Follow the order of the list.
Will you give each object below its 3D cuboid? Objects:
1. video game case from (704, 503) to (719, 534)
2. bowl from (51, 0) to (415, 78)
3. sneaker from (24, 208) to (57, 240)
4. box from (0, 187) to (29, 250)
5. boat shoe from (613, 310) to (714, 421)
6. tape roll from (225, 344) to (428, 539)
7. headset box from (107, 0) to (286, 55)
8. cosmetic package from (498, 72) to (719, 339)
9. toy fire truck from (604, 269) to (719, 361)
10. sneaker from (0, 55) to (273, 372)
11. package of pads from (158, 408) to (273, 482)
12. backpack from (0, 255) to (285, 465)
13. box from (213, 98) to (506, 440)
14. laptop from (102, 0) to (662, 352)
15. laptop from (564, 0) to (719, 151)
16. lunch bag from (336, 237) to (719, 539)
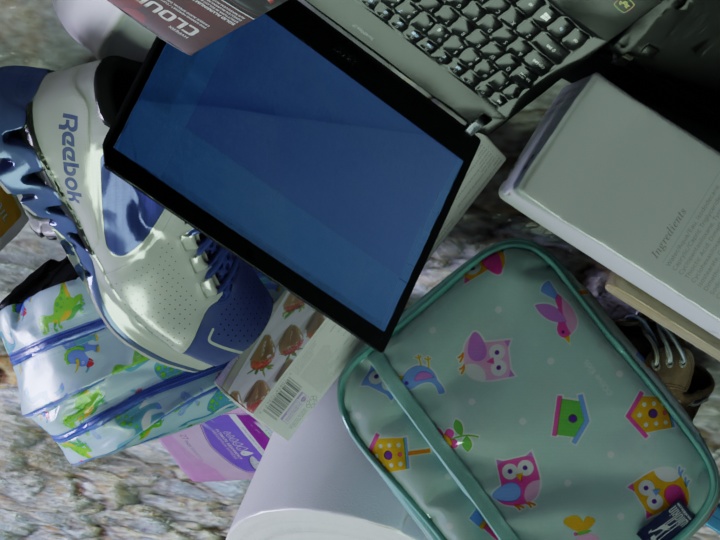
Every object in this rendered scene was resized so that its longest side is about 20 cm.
[{"bbox_3d":[0.144,0.107,1.551,0.199,0.018,0.143,31,-179,-11],"label":"video game case"},{"bbox_3d":[-0.047,-0.141,1.178,0.199,0.075,0.200,18,151,-20],"label":"bowl"},{"bbox_3d":[-0.139,-0.072,1.360,0.078,0.091,0.200,-27,-168,-32],"label":"sneaker"},{"bbox_3d":[-0.310,-0.034,1.395,0.199,0.101,0.113,-9,117,33],"label":"box"},{"bbox_3d":[0.167,0.058,1.514,0.072,0.072,0.200,-40,156,10],"label":"boat shoe"},{"bbox_3d":[0.034,0.145,1.463,0.202,0.140,0.203,17,149,11],"label":"tape roll"},{"bbox_3d":[-0.033,-0.188,0.984,0.075,0.149,0.200,32,147,-28],"label":"headset box"},{"bbox_3d":[0.171,-0.013,1.178,0.199,0.074,0.102,34,179,-4],"label":"cosmetic package"},{"bbox_3d":[0.224,0.017,1.299,0.128,0.177,0.200,-3,148,24],"label":"toy fire truck"},{"bbox_3d":[-0.092,-0.034,1.203,0.115,0.081,0.200,-15,130,33],"label":"sneaker"},{"bbox_3d":[-0.050,0.084,1.620,0.199,0.076,0.121,-5,145,26],"label":"package of pads"},{"bbox_3d":[-0.108,0.029,1.381,0.199,0.155,0.163,0,172,-39],"label":"backpack"},{"bbox_3d":[0.000,0.000,1.323,0.039,0.200,0.041,35,177,40],"label":"box"},{"bbox_3d":[0.015,-0.091,1.078,0.177,0.104,0.200,34,126,-29],"label":"laptop"},{"bbox_3d":[0.196,-0.121,1.197,0.177,0.104,0.200,23,125,-28],"label":"laptop"},{"bbox_3d":[0.091,0.097,1.315,0.160,0.200,0.077,-38,171,2],"label":"lunch bag"}]
